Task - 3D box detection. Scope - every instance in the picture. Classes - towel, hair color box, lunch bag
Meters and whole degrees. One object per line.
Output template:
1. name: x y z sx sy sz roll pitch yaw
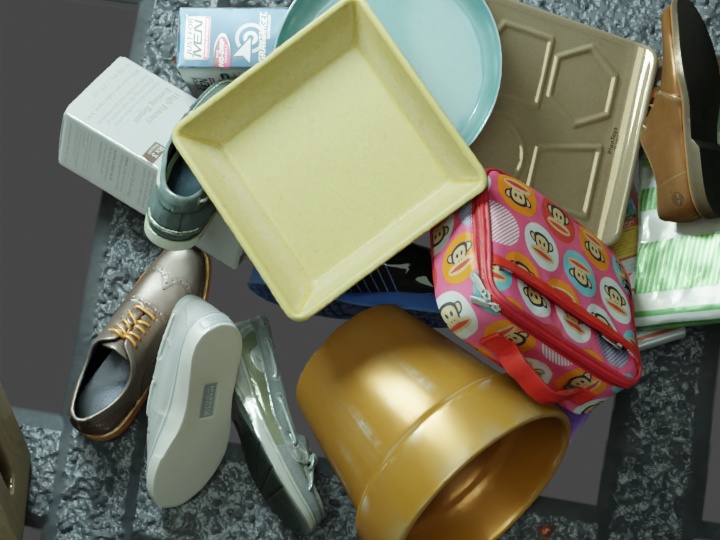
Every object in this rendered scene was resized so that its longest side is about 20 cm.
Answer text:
1. towel: 0.308 -0.051 1.556 0.151 0.023 0.202 -7 68 36
2. hair color box: -0.063 -0.198 1.636 0.198 0.100 0.061 0 78 4
3. lunch bag: 0.145 0.028 1.481 0.082 0.199 0.177 -33 40 34

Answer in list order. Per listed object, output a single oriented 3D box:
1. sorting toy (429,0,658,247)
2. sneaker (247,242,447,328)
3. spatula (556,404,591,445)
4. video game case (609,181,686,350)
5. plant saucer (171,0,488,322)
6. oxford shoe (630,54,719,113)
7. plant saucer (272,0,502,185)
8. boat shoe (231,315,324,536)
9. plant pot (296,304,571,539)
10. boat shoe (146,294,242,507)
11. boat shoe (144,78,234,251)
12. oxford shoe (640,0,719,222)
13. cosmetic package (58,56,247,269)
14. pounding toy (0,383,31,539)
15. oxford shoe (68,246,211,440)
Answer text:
1. sorting toy: 0.151 -0.131 1.559 0.198 0.036 0.187 14 85 -17
2. sneaker: 0.000 0.000 1.615 0.198 0.070 0.079 8 71 2
3. spatula: 0.217 0.070 1.603 0.056 0.021 0.200 37 80 15
4. video game case: 0.194 -0.013 1.612 0.142 0.017 0.202 -17 71 1
5. plant saucer: -0.024 -0.090 1.479 0.199 0.048 0.201 -35 78 4
6. oxford shoe: 0.255 -0.177 1.626 0.198 0.071 0.074 -12 73 2
7. plant saucer: 0.023 -0.170 1.516 0.198 0.027 0.202 -1 83 10
8. boat shoe: -0.075 0.136 1.588 0.064 0.075 0.203 -19 70 -20
9. plant pot: 0.047 0.135 1.530 0.200 0.200 0.183 -42 63 -4
10. boat shoe: -0.158 0.114 1.571 0.071 0.202 0.069 -12 38 -31
11. boat shoe: -0.132 -0.105 1.548 0.072 0.062 0.201 19 49 2
12. oxford shoe: 0.272 -0.140 1.551 0.071 0.071 0.202 -12 72 40
13. cosmetic package: -0.165 -0.099 1.620 0.199 0.074 0.102 29 50 9
14. pounding toy: -0.365 0.195 1.549 0.182 0.201 0.143 -5 50 3
15. oxford shoe: -0.196 0.060 1.602 0.071 0.073 0.201 26 81 9
